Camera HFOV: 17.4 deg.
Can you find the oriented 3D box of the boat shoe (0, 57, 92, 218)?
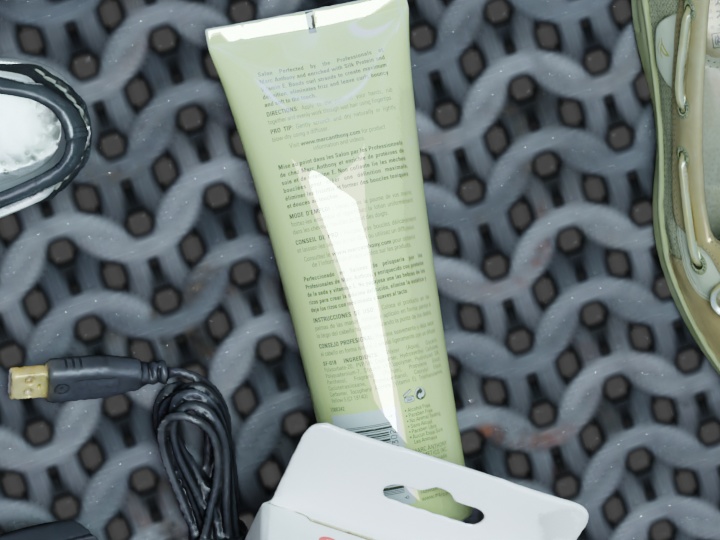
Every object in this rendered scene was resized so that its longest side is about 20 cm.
[{"bbox_3d":[-0.195,-0.040,0.832,0.200,0.060,0.076,-14,100,-8],"label":"boat shoe"}]

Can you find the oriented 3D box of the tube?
[{"bbox_3d":[0.000,0.000,0.883,0.058,0.052,0.200,-20,100,-49],"label":"tube"}]

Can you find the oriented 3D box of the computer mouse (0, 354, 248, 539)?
[{"bbox_3d":[-0.132,0.106,0.871,0.200,0.046,0.141,-7,101,-9],"label":"computer mouse"}]

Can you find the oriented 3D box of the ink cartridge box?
[{"bbox_3d":[-0.003,0.161,0.852,0.116,0.068,0.200,18,120,-11],"label":"ink cartridge box"}]

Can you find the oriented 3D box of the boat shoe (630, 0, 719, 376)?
[{"bbox_3d":[0.151,-0.039,0.892,0.073,0.063,0.201,-12,100,-8],"label":"boat shoe"}]
